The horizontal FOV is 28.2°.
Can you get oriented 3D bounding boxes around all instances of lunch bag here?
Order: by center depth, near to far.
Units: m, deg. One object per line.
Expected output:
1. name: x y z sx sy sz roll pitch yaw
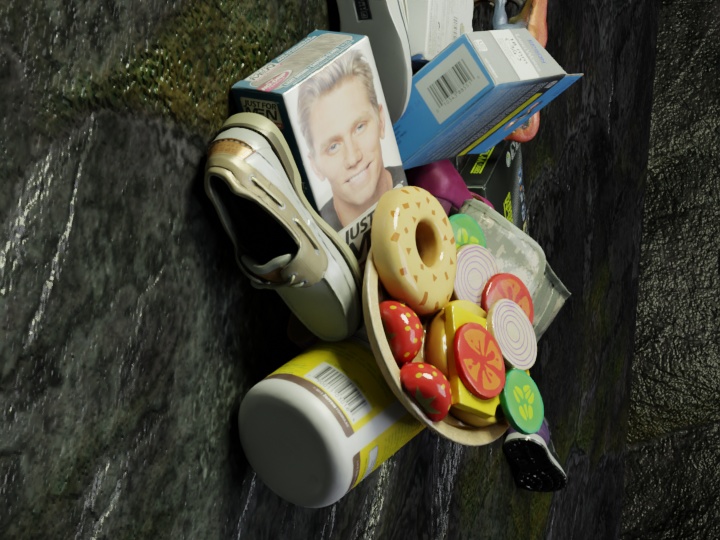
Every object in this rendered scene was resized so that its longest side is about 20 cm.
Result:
1. lunch bag: 0.117 0.035 1.486 0.164 0.117 0.200 -56 150 -5

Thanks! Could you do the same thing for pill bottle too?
1. pill bottle: 0.001 0.098 1.152 0.200 0.109 0.110 -33 126 -44

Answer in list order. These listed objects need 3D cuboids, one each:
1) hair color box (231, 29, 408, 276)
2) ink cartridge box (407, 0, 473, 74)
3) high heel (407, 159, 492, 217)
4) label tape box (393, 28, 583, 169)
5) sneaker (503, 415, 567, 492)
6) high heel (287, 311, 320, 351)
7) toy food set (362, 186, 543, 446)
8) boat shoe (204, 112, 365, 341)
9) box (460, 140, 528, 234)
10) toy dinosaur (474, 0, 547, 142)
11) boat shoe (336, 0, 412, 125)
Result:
1. hair color box: -0.021 -0.076 1.129 0.100 0.060 0.201 -40 127 -33
2. ink cartridge box: 0.062 -0.263 1.406 0.200 0.076 0.137 -7 101 -70
3. high heel: 0.102 -0.092 1.552 0.200 0.067 0.096 -9 108 -59
4. label tape box: 0.111 -0.170 1.402 0.063 0.144 0.200 58 32 9
5. sneaker: 0.260 0.253 2.083 0.200 0.075 0.088 66 26 -53
6. high heel: 0.000 0.000 1.262 0.096 0.067 0.201 49 51 -50
7. toy food set: 0.075 0.040 1.131 0.198 0.049 0.201 23 53 -44
8. boat shoe: -0.061 -0.017 1.069 0.200 0.075 0.068 59 38 -27
9. box: 0.168 -0.061 1.799 0.193 0.047 0.201 -61 148 -57
10. toy dinosaur: 0.187 -0.249 1.687 0.105 0.200 0.182 1 60 -56
11. boat shoe: 0.011 -0.229 1.283 0.066 0.072 0.201 -49 130 -54
